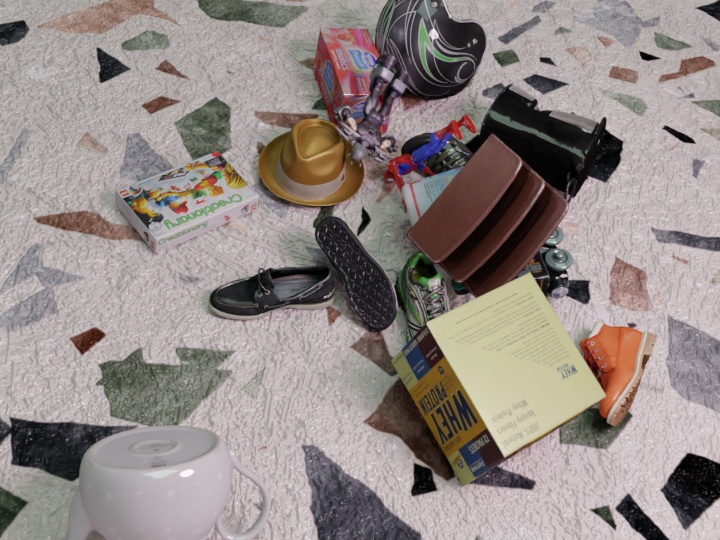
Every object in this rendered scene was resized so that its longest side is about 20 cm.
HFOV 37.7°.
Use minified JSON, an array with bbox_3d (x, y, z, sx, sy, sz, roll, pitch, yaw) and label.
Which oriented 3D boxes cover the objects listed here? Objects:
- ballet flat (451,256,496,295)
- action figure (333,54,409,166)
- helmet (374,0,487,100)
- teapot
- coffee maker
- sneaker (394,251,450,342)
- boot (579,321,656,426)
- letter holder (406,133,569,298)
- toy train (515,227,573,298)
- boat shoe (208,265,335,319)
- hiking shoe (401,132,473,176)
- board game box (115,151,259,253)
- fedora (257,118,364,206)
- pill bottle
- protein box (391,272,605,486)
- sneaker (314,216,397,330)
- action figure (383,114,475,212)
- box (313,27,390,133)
[{"bbox_3d":[0.221,-0.037,1.647,0.073,0.073,0.202,34,93,20],"label":"ballet flat"},{"bbox_3d":[0.024,-0.261,1.788,0.130,0.069,0.202,36,65,-29],"label":"action figure"},{"bbox_3d":[0.118,-0.428,1.961,0.188,0.200,0.202,17,40,-31],"label":"helmet"},{"bbox_3d":[-0.240,0.281,1.273,0.197,0.149,0.197,3,11,29],"label":"teapot"},{"bbox_3d":[0.310,-0.224,1.859,0.198,0.136,0.192,23,36,18],"label":"coffee maker"},{"bbox_3d":[0.101,0.059,1.593,0.077,0.086,0.202,-8,50,-19],"label":"sneaker"},{"bbox_3d":[0.371,0.150,1.583,0.106,0.076,0.200,22,38,12],"label":"boot"},{"bbox_3d":[0.193,-0.072,1.572,0.100,0.201,0.142,29,15,-51],"label":"letter holder"},{"bbox_3d":[0.274,-0.032,1.724,0.112,0.086,0.202,-7,49,-6],"label":"toy train"},{"bbox_3d":[-0.130,0.025,1.585,0.196,0.067,0.075,-1,48,-13],"label":"boat shoe"},{"bbox_3d":[0.160,-0.172,1.827,0.197,0.076,0.101,19,43,4],"label":"hiking shoe"},{"bbox_3d":[-0.278,-0.113,1.702,0.198,0.035,0.126,-27,58,-32],"label":"board game box"},{"bbox_3d":[-0.080,-0.197,1.790,0.197,0.083,0.203,6,47,-6],"label":"fedora"},{"bbox_3d":[0.173,-0.114,1.709,0.197,0.109,0.110,-17,49,4],"label":"pill bottle"},{"bbox_3d":[0.188,0.149,1.456,0.197,0.135,0.202,-23,74,-30],"label":"protein box"},{"bbox_3d":[0.000,0.000,1.634,0.071,0.083,0.202,-30,79,5],"label":"sneaker"},{"bbox_3d":[0.116,-0.172,1.770,0.065,0.199,0.100,-25,90,-45],"label":"action figure"},{"bbox_3d":[-0.014,-0.349,1.940,0.101,0.095,0.202,-3,48,-17],"label":"box"}]
